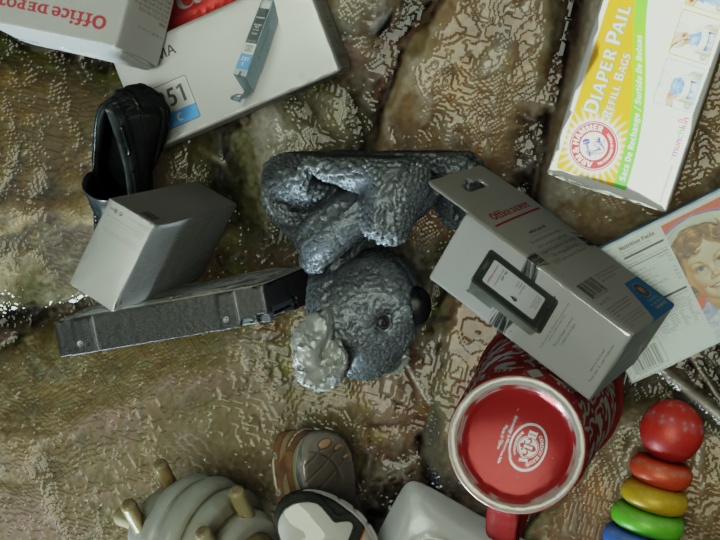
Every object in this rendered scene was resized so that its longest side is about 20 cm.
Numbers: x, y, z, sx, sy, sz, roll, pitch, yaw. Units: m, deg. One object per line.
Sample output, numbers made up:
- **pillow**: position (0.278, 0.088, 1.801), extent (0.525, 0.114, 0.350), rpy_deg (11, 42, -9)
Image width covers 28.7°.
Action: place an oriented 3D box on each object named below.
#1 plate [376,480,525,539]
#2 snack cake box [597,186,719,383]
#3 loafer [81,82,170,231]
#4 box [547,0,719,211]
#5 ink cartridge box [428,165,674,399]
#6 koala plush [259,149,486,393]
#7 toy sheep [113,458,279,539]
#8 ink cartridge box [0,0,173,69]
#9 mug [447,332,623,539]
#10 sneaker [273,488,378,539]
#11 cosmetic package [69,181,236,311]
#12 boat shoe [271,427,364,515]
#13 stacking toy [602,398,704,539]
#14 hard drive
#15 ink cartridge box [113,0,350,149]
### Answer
- **plate**: position (0.082, 0.318, 1.253), extent (0.198, 0.032, 0.201), rpy_deg (28, 99, -3)
- **snack cake box**: position (0.290, -0.003, 1.165), extent (0.199, 0.067, 0.116), rpy_deg (-27, 87, 17)
- **loafer**: position (-0.221, -0.074, 1.266), extent (0.068, 0.070, 0.202), rpy_deg (36, 129, 29)
- **box**: position (0.234, -0.159, 1.138), extent (0.101, 0.112, 0.202), rpy_deg (19, 103, 12)
- **ink cartridge box**: position (0.137, 0.004, 1.120), extent (0.200, 0.116, 0.068), rpy_deg (38, 116, 17)
- **koala plush**: position (0.000, 0.000, 1.199), extent (0.182, 0.177, 0.202), rpy_deg (4, 99, 28)
- **toy sheep**: position (-0.149, 0.246, 1.283), extent (0.199, 0.137, 0.139), rpy_deg (17, 102, 35)
- **ink cartridge box**: position (-0.233, -0.294, 1.237), extent (0.146, 0.086, 0.202), rpy_deg (13, 88, 19)
- **mug**: position (0.147, 0.140, 1.152), extent (0.132, 0.200, 0.179), rpy_deg (-12, 93, 15)
- **sneaker**: position (-0.005, 0.273, 1.197), extent (0.074, 0.080, 0.201), rpy_deg (-38, 87, 12)
- **cosmetic package**: position (-0.176, -0.026, 1.218), extent (0.050, 0.200, 0.083), rpy_deg (28, 103, 9)
- **boat shoe**: position (-0.038, 0.234, 1.289), extent (0.071, 0.075, 0.202), rpy_deg (11, 111, 47)
- **stacking toy**: position (0.250, 0.209, 1.201), extent (0.085, 0.085, 0.202), rpy_deg (17, 96, 12)
- **hard drive**: position (-0.153, 0.034, 1.251), extent (0.198, 0.140, 0.038), rpy_deg (-9, 95, 16)
- **ink cartridge box**: position (-0.131, -0.225, 1.263), extent (0.198, 0.045, 0.178), rpy_deg (-21, 92, 16)
